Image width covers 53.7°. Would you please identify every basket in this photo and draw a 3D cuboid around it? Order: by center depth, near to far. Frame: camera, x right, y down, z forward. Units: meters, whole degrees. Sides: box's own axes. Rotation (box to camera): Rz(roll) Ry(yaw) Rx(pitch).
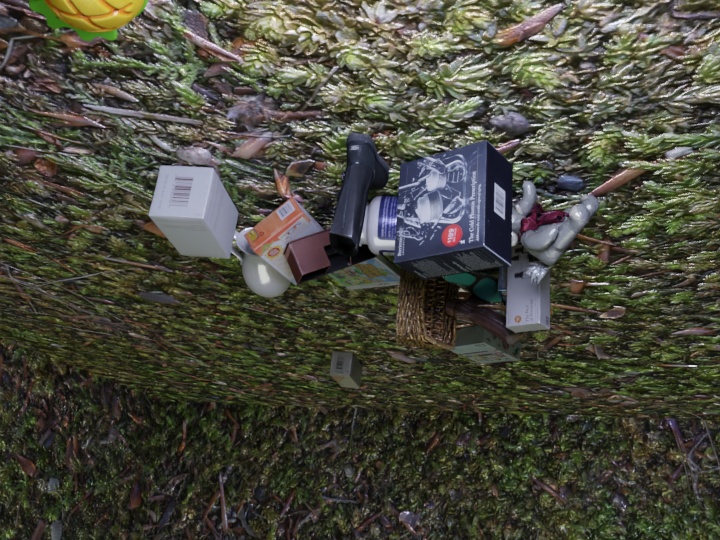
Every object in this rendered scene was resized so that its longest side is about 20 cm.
[{"bbox_3d":[0.165,0.080,1.717,0.148,0.201,0.143,5,163,7],"label":"basket"}]

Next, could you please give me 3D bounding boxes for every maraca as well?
[{"bbox_3d":[-0.345,-0.352,0.900,0.137,0.107,0.200,19,156,-30],"label":"maraca"}]

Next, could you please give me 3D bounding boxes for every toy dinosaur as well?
[{"bbox_3d":[0.377,0.086,1.625,0.106,0.060,0.200,49,148,-14],"label":"toy dinosaur"}]

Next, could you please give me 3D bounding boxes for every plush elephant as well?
[{"bbox_3d":[0.328,-0.092,1.340,0.155,0.165,0.200,39,124,12],"label":"plush elephant"}]

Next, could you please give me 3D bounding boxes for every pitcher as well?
[{"bbox_3d":[-0.251,-0.027,1.707,0.171,0.121,0.200,17,150,15],"label":"pitcher"}]

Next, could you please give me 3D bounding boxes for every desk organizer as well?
[{"bbox_3d":[-0.056,-0.044,1.515,0.199,0.077,0.072,-20,167,-20],"label":"desk organizer"}]

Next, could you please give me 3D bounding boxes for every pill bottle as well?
[{"bbox_3d":[0.070,-0.089,1.430,0.199,0.120,0.120,4,158,8],"label":"pill bottle"}]

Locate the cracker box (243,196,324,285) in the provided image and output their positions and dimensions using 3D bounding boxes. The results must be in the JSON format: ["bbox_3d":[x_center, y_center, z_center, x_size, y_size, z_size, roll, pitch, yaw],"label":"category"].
[{"bbox_3d":[-0.146,-0.060,1.563,0.134,0.058,0.200,-37,148,4],"label":"cracker box"}]

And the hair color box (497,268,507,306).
[{"bbox_3d":[0.371,0.037,1.689,0.060,0.100,0.200,-1,157,19],"label":"hair color box"}]

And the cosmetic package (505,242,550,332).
[{"bbox_3d":[0.361,0.028,1.533,0.082,0.201,0.051,-13,152,40],"label":"cosmetic package"}]

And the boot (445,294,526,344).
[{"bbox_3d":[0.330,0.119,1.710,0.200,0.064,0.186,22,-161,38],"label":"boot"}]

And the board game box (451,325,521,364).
[{"bbox_3d":[0.389,0.236,2.239,0.147,0.065,0.200,-13,150,43],"label":"board game box"}]

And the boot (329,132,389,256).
[{"bbox_3d":[-0.001,-0.117,1.269,0.065,0.201,0.165,-2,157,20],"label":"boot"}]

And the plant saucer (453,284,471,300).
[{"bbox_3d":[0.268,0.070,1.900,0.199,0.032,0.200,5,159,2],"label":"plant saucer"}]

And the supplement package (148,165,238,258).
[{"bbox_3d":[-0.342,-0.118,1.481,0.117,0.117,0.200,3,158,7],"label":"supplement package"}]

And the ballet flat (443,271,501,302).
[{"bbox_3d":[0.271,0.013,1.710,0.200,0.074,0.074,27,151,-34],"label":"ballet flat"}]

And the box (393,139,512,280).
[{"bbox_3d":[0.165,-0.101,1.262,0.182,0.201,0.104,-12,154,37],"label":"box"}]

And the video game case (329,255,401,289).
[{"bbox_3d":[0.000,0.000,1.809,0.182,0.022,0.200,-7,155,30],"label":"video game case"}]

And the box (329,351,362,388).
[{"bbox_3d":[-0.052,0.376,2.679,0.077,0.095,0.200,2,157,12],"label":"box"}]
